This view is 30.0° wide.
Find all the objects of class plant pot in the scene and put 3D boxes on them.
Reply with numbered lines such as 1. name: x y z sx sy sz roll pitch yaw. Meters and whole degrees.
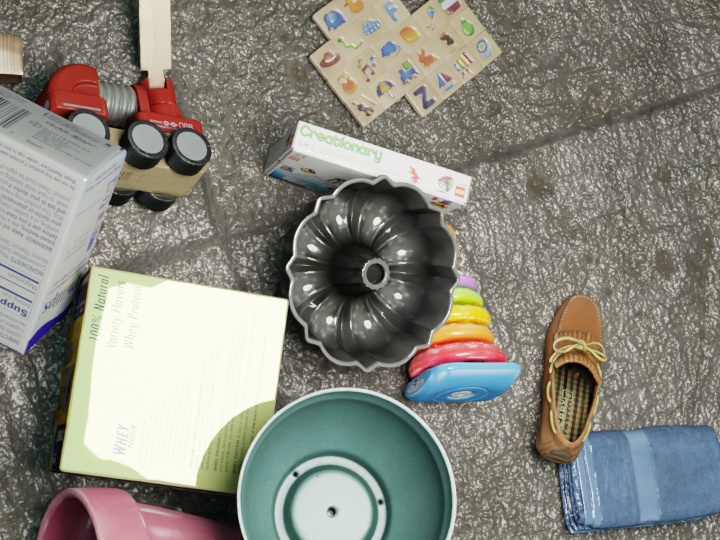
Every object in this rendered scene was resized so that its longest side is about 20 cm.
1. plant pot: -0.020 0.222 1.267 0.199 0.134 0.202 2 74 -8
2. plant pot: -0.202 0.312 1.301 0.178 0.200 0.202 6 79 -32

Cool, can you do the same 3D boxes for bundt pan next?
1. bundt pan: 0.000 0.000 1.409 0.200 0.076 0.204 -3 97 -26

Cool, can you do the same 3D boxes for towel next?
1. towel: 0.324 0.237 1.549 0.198 0.049 0.113 -2 78 -17

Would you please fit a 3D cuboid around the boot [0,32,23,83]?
1. boot: -0.418 -0.149 1.357 0.153 0.074 0.202 -1 74 -17

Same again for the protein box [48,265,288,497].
1. protein box: -0.195 0.116 1.351 0.198 0.135 0.200 10 79 -17

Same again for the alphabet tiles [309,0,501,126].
1. alphabet tiles: 0.044 -0.261 1.548 0.200 0.008 0.168 -40 95 -19

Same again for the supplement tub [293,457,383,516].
1. supplement tub: -0.018 0.237 1.398 0.122 0.122 0.200 41 71 -8

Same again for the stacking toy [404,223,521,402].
1. stacking toy: 0.099 0.041 1.488 0.109 0.116 0.202 2 70 -21

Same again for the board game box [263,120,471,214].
1. board game box: 0.006 -0.103 1.455 0.199 0.126 0.035 17 77 -15

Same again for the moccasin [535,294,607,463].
1. moccasin: 0.238 0.114 1.511 0.073 0.078 0.202 22 59 -3

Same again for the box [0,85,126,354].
1. box: -0.349 -0.057 1.276 0.183 0.105 0.201 27 114 1

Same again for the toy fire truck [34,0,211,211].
1. toy fire truck: -0.249 -0.185 1.393 0.175 0.129 0.201 7 57 -34
